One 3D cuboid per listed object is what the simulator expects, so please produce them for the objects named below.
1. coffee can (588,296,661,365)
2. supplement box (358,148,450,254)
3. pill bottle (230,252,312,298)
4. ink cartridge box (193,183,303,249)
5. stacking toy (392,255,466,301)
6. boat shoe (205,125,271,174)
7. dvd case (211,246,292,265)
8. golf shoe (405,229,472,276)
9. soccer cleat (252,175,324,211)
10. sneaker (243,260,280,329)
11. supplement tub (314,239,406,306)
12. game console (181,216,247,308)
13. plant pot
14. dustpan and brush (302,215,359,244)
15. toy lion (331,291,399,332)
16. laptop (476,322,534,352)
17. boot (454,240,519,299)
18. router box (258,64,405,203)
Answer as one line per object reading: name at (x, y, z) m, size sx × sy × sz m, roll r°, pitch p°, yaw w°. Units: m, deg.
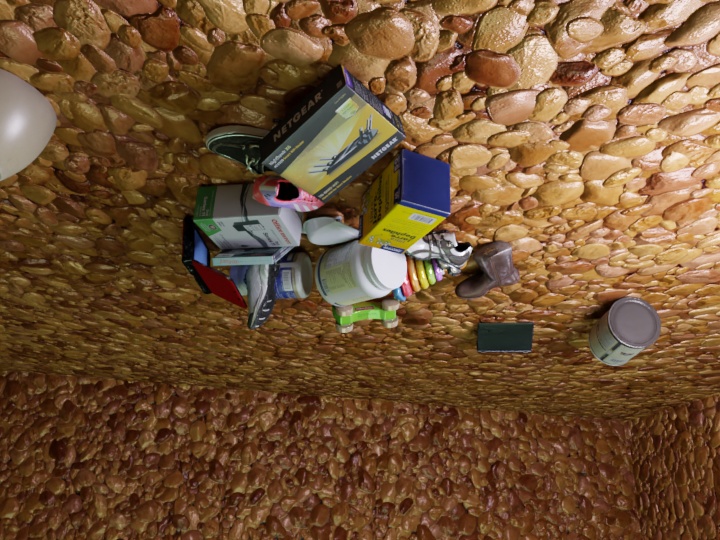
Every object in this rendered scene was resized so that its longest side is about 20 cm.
coffee can at (0.772, 0.183, 1.698) m, size 0.142 × 0.150 × 0.201 m, roll 1°, pitch 157°, yaw 5°
supplement box at (0.082, -0.128, 1.135) m, size 0.107 × 0.112 × 0.200 m, roll 12°, pitch 155°, yaw -20°
pill bottle at (-0.230, 0.014, 1.494) m, size 0.194 × 0.119 × 0.116 m, roll -1°, pitch 156°, yaw 13°
ink cartridge box at (-0.236, -0.115, 1.241) m, size 0.194 × 0.085 × 0.147 m, roll -2°, pitch 156°, yaw 13°
stacking toy at (0.170, -0.002, 1.442) m, size 0.195 × 0.113 × 0.116 m, roll -14°, pitch 167°, yaw 11°
boat shoe at (-0.184, -0.212, 1.040) m, size 0.194 × 0.065 × 0.071 m, roll 4°, pitch 157°, yaw -2°
dvd case at (-0.237, -0.047, 1.327) m, size 0.142 × 0.023 × 0.200 m, roll -1°, pitch -166°, yaw 10°
golf shoe at (0.170, -0.066, 1.335) m, size 0.196 × 0.079 × 0.095 m, roll 20°, pitch 128°, yaw -25°
soccer cleat at (-0.119, -0.147, 1.106) m, size 0.075 × 0.069 × 0.198 m, roll 12°, pitch -171°, yaw 39°
sneaker at (-0.250, 0.043, 1.411) m, size 0.077 × 0.206 × 0.074 m, roll 11°, pitch -178°, yaw 17°
supplement tub at (0.000, 0.000, 1.381) m, size 0.143 × 0.149 × 0.197 m, roll 24°, pitch 153°, yaw -39°
game console at (-0.347, -0.016, 1.391) m, size 0.115 × 0.177 × 0.201 m, roll -6°, pitch 156°, yaw -2°
plant pot at (-0.635, -0.231, 0.972) m, size 0.194 × 0.138 × 0.201 m, roll 2°, pitch 156°, yaw 1°
dustpan and brush at (-0.101, -0.092, 1.328) m, size 0.196 × 0.059 × 0.139 m, roll -18°, pitch 162°, yaw 26°
toy lion at (0.016, 0.080, 1.538) m, size 0.194 × 0.193 × 0.070 m, roll -6°, pitch 117°, yaw -11°
laptop at (0.496, 0.221, 1.996) m, size 0.182 × 0.119 × 0.200 m, roll 0°, pitch -175°, yaw 10°
boot at (0.303, -0.001, 1.450) m, size 0.182 × 0.066 × 0.200 m, roll -20°, pitch 153°, yaw 17°
router box at (-0.047, -0.217, 0.956) m, size 0.198 × 0.053 × 0.156 m, roll -35°, pitch 140°, yaw 27°
